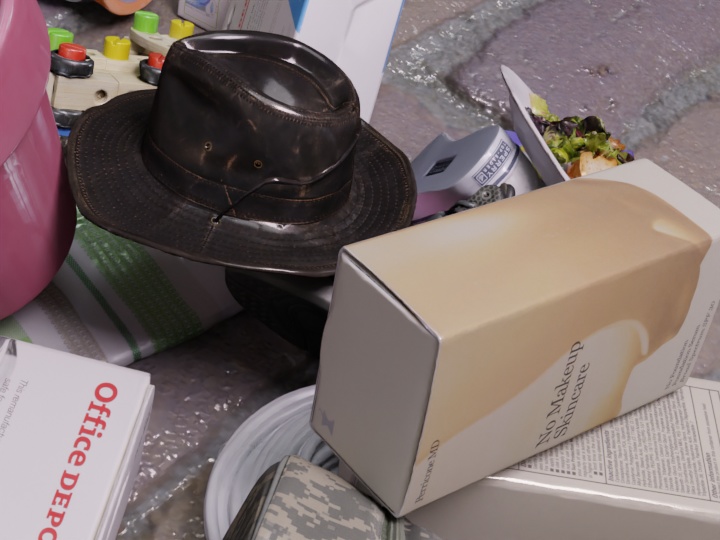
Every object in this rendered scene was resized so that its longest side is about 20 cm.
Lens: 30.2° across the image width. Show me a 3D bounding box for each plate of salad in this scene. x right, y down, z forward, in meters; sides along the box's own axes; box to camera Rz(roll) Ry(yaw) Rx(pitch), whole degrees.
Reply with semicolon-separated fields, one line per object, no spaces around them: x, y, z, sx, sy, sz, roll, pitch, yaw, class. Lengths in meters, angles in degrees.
0.154;-0.053;0.836;0.200;0.048;0.201;49;15;-18;plate of salad

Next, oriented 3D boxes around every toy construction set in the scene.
-0.182;-0.130;0.908;0.197;0.093;0.131;-14;31;-26;toy construction set

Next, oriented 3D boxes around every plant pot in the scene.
-0.244;-0.067;0.722;0.197;0.180;0.202;-7;55;10;plant pot

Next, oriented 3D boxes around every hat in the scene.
-0.061;-0.081;0.722;0.197;0.082;0.202;6;39;-5;hat

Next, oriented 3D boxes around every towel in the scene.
-0.173;-0.001;0.842;0.198;0.031;0.149;-24;57;-33;towel

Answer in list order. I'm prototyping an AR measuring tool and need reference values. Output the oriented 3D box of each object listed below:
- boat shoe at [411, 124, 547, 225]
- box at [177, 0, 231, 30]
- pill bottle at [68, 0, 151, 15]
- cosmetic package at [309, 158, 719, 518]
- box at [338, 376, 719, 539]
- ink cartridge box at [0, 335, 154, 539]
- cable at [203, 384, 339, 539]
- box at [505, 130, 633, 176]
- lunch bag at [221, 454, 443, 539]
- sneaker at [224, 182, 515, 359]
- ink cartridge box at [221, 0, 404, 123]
0.078;-0.043;0.880;0.086;0.202;0.075;42;78;-11;boat shoe
-0.063;-0.281;1.021;0.100;0.202;0.113;26;45;11;box
-0.236;-0.280;1.038;0.199;0.107;0.106;40;49;22;pill bottle
0.079;0.025;0.620;0.198;0.106;0.071;-19;44;-35;cosmetic package
0.089;0.100;0.687;0.197;0.078;0.096;11;44;-5;box
-0.220;0.108;0.685;0.197;0.084;0.148;15;45;-1;ink cartridge box
0.012;0.147;0.727;0.197;0.070;0.201;21;45;6;cable
0.147;-0.011;0.933;0.115;0.049;0.202;8;47;-10;box
-0.010;0.203;0.570;0.166;0.202;0.139;29;7;-4;lunch bag
0.026;0.000;0.764;0.196;0.077;0.116;13;62;6;sneaker
-0.044;-0.154;0.917;0.067;0.117;0.200;17;3;-22;ink cartridge box
